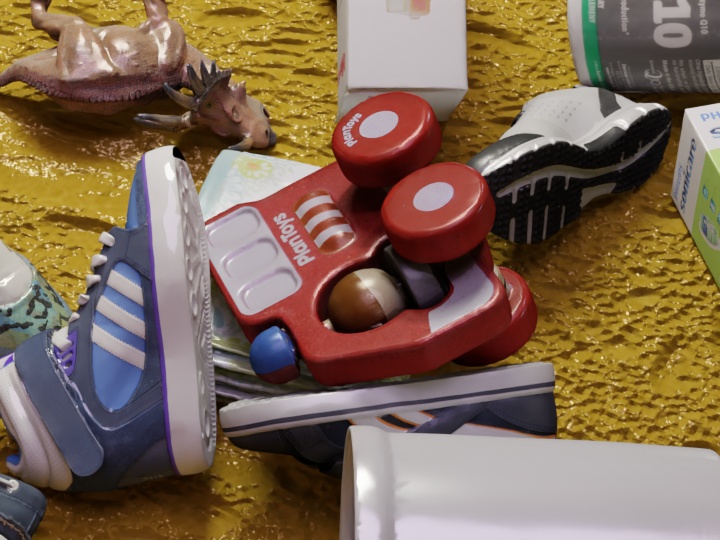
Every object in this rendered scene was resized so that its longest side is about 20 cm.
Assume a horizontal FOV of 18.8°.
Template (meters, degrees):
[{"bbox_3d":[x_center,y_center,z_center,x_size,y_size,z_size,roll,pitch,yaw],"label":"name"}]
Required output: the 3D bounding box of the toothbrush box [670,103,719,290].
[{"bbox_3d":[0.306,-0.022,1.406,0.145,0.086,0.200,-11,50,-12],"label":"toothbrush box"}]

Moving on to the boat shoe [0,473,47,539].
[{"bbox_3d":[-0.279,0.118,1.261,0.199,0.075,0.062,17,51,11],"label":"boat shoe"}]

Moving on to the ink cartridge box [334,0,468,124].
[{"bbox_3d":[0.026,-0.206,1.467,0.083,0.145,0.201,0,86,-3],"label":"ink cartridge box"}]

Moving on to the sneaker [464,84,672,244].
[{"bbox_3d":[0.121,-0.074,1.449,0.080,0.074,0.200,28,32,32],"label":"sneaker"}]

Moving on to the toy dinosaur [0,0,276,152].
[{"bbox_3d":[-0.164,-0.135,1.498,0.199,0.086,0.136,-8,55,-2],"label":"toy dinosaur"}]

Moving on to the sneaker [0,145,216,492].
[{"bbox_3d":[-0.165,0.031,1.293,0.146,0.081,0.201,-5,86,8],"label":"sneaker"}]

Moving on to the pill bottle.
[{"bbox_3d":[0.251,-0.178,1.498,0.199,0.113,0.113,0,45,20],"label":"pill bottle"}]

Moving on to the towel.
[{"bbox_3d":[-0.038,0.011,1.391,0.171,0.048,0.200,14,49,7],"label":"towel"}]

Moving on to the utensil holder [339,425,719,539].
[{"bbox_3d":[0.090,0.171,1.169,0.199,0.170,0.170,2,47,-4],"label":"utensil holder"}]

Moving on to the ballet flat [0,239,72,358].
[{"bbox_3d":[-0.264,-0.010,1.384,0.200,0.074,0.074,28,52,22],"label":"ballet flat"}]

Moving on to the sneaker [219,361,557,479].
[{"bbox_3d":[0.020,0.102,1.271,0.199,0.078,0.080,-5,90,-7],"label":"sneaker"}]

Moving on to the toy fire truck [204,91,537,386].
[{"bbox_3d":[0.000,0.000,1.298,0.168,0.112,0.200,-28,40,-3],"label":"toy fire truck"}]
